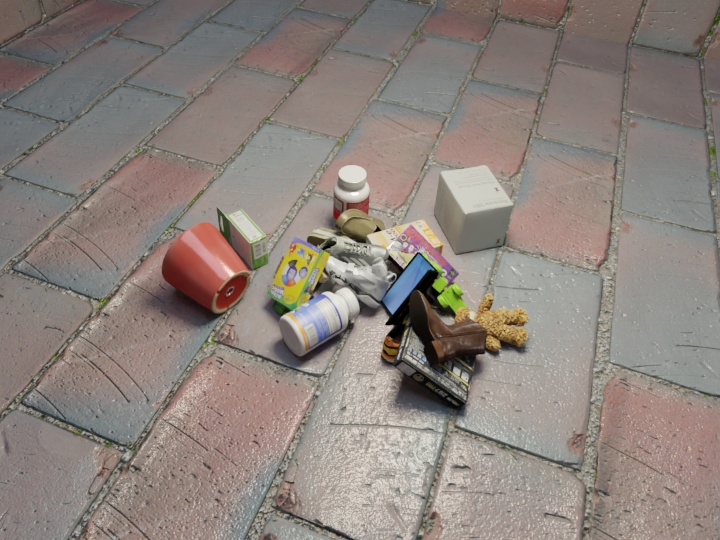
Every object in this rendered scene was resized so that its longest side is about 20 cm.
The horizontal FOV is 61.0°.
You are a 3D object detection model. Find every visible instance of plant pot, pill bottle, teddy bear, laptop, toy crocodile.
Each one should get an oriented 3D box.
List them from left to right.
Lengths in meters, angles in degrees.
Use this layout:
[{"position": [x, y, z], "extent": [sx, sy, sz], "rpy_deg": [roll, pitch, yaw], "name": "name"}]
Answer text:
[{"position": [-0.402, 0.004, 1.636], "extent": [0.177, 0.202, 0.200], "rpy_deg": [39, 54, 18], "name": "plant pot"}, {"position": [-0.102, 0.125, 1.579], "extent": [0.198, 0.114, 0.112], "rpy_deg": [-29, 53, -29], "name": "pill bottle"}, {"position": [-0.028, -0.210, 1.852], "extent": [0.109, 0.203, 0.114], "rpy_deg": [2, 44, -2], "name": "pill bottle"}, {"position": [0.112, 0.042, 1.588], "extent": [0.103, 0.178, 0.199], "rpy_deg": [41, 9, 16], "name": "laptop"}, {"position": [0.223, 0.040, 1.675], "extent": [0.200, 0.067, 0.062], "rpy_deg": [48, 15, 3], "name": "toy crocodile"}, {"position": [0.346, 0.139, 1.605], "extent": [0.196, 0.067, 0.148], "rpy_deg": [22, 85, 9], "name": "teddy bear"}]

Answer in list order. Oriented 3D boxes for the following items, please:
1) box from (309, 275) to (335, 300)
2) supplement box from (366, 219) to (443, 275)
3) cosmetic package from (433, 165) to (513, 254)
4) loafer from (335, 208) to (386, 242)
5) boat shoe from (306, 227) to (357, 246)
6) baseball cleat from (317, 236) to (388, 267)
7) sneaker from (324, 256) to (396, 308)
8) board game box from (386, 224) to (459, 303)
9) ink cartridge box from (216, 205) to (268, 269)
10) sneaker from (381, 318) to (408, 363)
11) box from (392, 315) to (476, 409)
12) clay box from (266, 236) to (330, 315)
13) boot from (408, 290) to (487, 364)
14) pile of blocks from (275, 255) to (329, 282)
[{"position": [-0.092, 0.021, 1.726], "extent": [0.038, 0.042, 0.201], "rpy_deg": [-2, 39, 35], "name": "box"}, {"position": [0.128, -0.065, 1.808], "extent": [0.196, 0.075, 0.127], "rpy_deg": [-17, 49, -19], "name": "supplement box"}, {"position": [0.341, -0.188, 1.879], "extent": [0.163, 0.169, 0.202], "rpy_deg": [-10, 47, -14], "name": "cosmetic package"}, {"position": [0.011, -0.129, 1.817], "extent": [0.197, 0.077, 0.068], "rpy_deg": [5, 34, -43], "name": "loafer"}, {"position": [-0.058, -0.081, 1.813], "extent": [0.196, 0.076, 0.069], "rpy_deg": [22, 44, 10], "name": "boat shoe"}, {"position": [-0.023, -0.050, 1.677], "extent": [0.195, 0.107, 0.071], "rpy_deg": [-5, 64, 13], "name": "baseball cleat"}, {"position": [0.000, 0.000, 1.641], "extent": [0.199, 0.115, 0.075], "rpy_deg": [38, 17, -7], "name": "sneaker"}, {"position": [0.172, -0.020, 1.727], "extent": [0.200, 0.032, 0.120], "rpy_deg": [45, 63, 3], "name": "board game box"}, {"position": [-0.347, -0.107, 1.799], "extent": [0.059, 0.105, 0.200], "rpy_deg": [-27, 52, -28], "name": "ink cartridge box"}, {"position": [0.134, 0.154, 1.580], "extent": [0.199, 0.091, 0.070], "rpy_deg": [-34, 55, -31], "name": "sneaker"}, {"position": [0.185, 0.215, 1.492], "extent": [0.198, 0.049, 0.163], "rpy_deg": [34, 47, -11], "name": "box"}, {"position": [-0.172, 0.024, 1.629], "extent": [0.114, 0.047, 0.203], "rpy_deg": [24, 87, 40], "name": "clay box"}, {"position": [0.221, 0.129, 1.504], "extent": [0.197, 0.064, 0.191], "rpy_deg": [-7, 75, -38], "name": "boot"}, {"position": [-0.152, 0.015, 1.702], "extent": [0.197, 0.084, 0.061], "rpy_deg": [14, 5, 41], "name": "pile of blocks"}]
